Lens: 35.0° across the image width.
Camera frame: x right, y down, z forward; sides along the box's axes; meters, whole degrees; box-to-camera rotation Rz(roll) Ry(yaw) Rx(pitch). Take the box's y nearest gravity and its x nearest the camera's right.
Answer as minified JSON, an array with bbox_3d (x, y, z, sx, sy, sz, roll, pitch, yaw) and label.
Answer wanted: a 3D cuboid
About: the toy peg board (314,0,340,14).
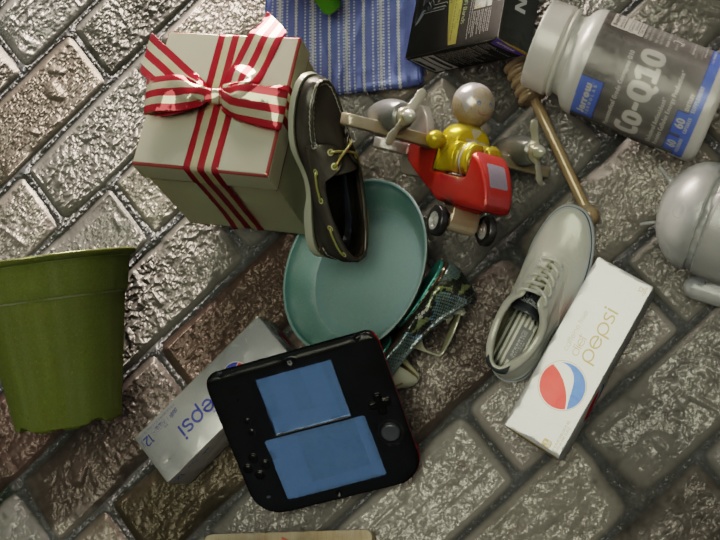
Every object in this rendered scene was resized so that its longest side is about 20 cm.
[{"bbox_3d":[-0.028,-0.411,1.336,0.199,0.098,0.200,-36,44,8],"label":"toy peg board"}]

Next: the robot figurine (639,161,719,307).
[{"bbox_3d":[0.382,-0.038,1.145,0.197,0.113,0.172,24,115,17],"label":"robot figurine"}]

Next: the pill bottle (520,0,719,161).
[{"bbox_3d":[0.275,-0.202,1.193,0.197,0.114,0.115,23,86,11],"label":"pill bottle"}]

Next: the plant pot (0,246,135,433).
[{"bbox_3d":[-0.342,0.081,1.302,0.196,0.200,0.194,-8,91,14],"label":"plant pot"}]

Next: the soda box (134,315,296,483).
[{"bbox_3d":[-0.154,0.148,1.285,0.200,0.063,0.068,-45,71,3],"label":"soda box"}]

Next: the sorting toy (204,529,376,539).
[{"bbox_3d":[-0.087,0.374,1.201,0.195,0.070,0.204,-5,67,15],"label":"sorting toy"}]

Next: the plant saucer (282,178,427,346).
[{"bbox_3d":[0.000,0.000,1.256,0.197,0.036,0.204,-17,61,33],"label":"plant saucer"}]

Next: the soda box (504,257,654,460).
[{"bbox_3d":[0.229,0.093,1.189,0.067,0.064,0.202,29,89,18],"label":"soda box"}]

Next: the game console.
[{"bbox_3d":[-0.048,0.166,1.221,0.197,0.031,0.179,-16,113,13],"label":"game console"}]

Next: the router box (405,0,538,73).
[{"bbox_3d":[0.132,-0.330,1.258,0.156,0.052,0.204,2,79,54],"label":"router box"}]

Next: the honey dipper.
[{"bbox_3d":[0.211,-0.140,1.253,0.037,0.038,0.203,-24,77,10],"label":"honey dipper"}]

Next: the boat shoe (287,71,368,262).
[{"bbox_3d":[-0.027,-0.107,1.199,0.060,0.071,0.205,15,122,41],"label":"boat shoe"}]

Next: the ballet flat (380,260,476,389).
[{"bbox_3d":[0.053,0.084,1.242,0.074,0.074,0.201,41,96,18],"label":"ballet flat"}]

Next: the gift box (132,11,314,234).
[{"bbox_3d":[-0.140,-0.168,1.265,0.181,0.187,0.204,2,71,15],"label":"gift box"}]

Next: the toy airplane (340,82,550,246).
[{"bbox_3d":[0.097,-0.133,1.196,0.197,0.200,0.143,29,114,15],"label":"toy airplane"}]

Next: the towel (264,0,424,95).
[{"bbox_3d":[-0.019,-0.277,1.352,0.196,0.024,0.148,-4,81,17],"label":"towel"}]

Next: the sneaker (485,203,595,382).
[{"bbox_3d":[0.192,0.024,1.202,0.072,0.071,0.203,22,90,17],"label":"sneaker"}]
